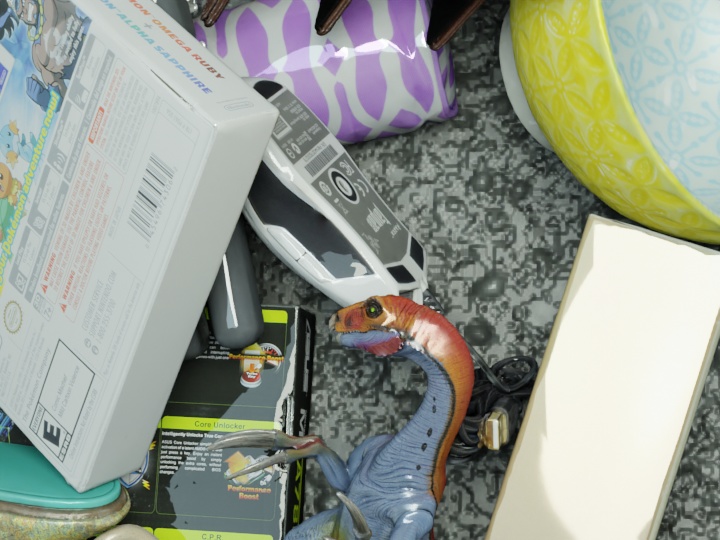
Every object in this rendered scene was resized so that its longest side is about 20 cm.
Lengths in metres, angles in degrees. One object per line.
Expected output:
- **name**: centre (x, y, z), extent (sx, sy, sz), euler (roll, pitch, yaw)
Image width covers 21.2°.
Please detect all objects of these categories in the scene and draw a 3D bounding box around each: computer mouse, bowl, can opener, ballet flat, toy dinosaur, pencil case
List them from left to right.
- **ballet flat**: centre (-0.199, 0.105, 0.885), extent (0.199, 0.071, 0.071), euler (13, 85, 12)
- **can opener**: centre (-0.089, -0.061, 0.848), extent (0.053, 0.067, 0.201), euler (-12, 89, 9)
- **pencil case**: centre (-0.052, -0.093, 0.919), extent (0.198, 0.084, 0.086), euler (-9, 54, 7)
- **computer mouse**: centre (0.000, 0.000, 0.861), extent (0.044, 0.110, 0.200), euler (-39, 93, 23)
- **toy dinosaur**: centre (0.004, 0.096, 0.821), extent (0.105, 0.200, 0.182), euler (44, 107, 30)
- **bowl**: centre (0.126, -0.102, 0.858), extent (0.107, 0.199, 0.202), euler (-13, 79, 44)

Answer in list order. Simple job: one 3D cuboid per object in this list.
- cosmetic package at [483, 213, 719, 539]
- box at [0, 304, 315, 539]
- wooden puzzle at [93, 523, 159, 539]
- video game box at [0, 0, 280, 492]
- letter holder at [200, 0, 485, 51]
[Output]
- **cosmetic package**: centre (0.105, 0.085, 0.858), extent (0.071, 0.105, 0.201), euler (17, 85, 9)
- **box**: centre (-0.126, 0.109, 0.921), extent (0.198, 0.048, 0.195), euler (1, 81, 10)
- **wooden puzzle**: centre (-0.106, 0.245, 0.868), extent (0.185, 0.046, 0.200), euler (-42, 89, 13)
- **video game box**: centre (-0.137, -0.036, 0.840), extent (0.182, 0.047, 0.201), euler (41, 125, 24)
- **letter holder**: centre (0.014, -0.189, 0.877), extent (0.100, 0.142, 0.201), euler (27, 48, -14)
